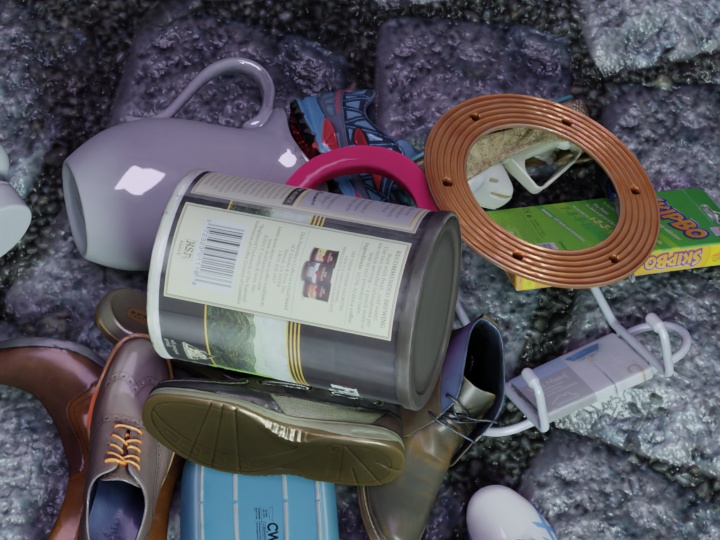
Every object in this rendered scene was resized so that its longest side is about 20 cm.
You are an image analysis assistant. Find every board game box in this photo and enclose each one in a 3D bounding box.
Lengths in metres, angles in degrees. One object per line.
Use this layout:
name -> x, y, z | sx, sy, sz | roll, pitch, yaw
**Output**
board game box -> 0.208, -0.028, 1.557 | 0.199, 0.030, 0.096 | -9, 32, -12

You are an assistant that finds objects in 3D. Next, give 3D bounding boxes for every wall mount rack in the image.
wall mount rack -> 0.160, 0.050, 1.537 | 0.199, 0.075, 0.174 | -23, 32, -12

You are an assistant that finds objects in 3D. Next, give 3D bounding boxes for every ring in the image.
ring -> 0.143, -0.062, 1.497 | 0.199, 0.019, 0.201 | 10, 49, -12

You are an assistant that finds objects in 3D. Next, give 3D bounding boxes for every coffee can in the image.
coffee can -> -0.039, 0.012, 1.391 | 0.199, 0.146, 0.147 | 11, 67, 14

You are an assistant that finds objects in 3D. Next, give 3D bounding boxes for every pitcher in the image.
pitcher -> -0.146, -0.091, 1.559 | 0.199, 0.121, 0.172 | -13, 63, -18

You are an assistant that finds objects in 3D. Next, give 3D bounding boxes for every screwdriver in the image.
screwdriver -> 0.212, -0.052, 1.548 | 0.028, 0.029, 0.200 | 1, 30, 0

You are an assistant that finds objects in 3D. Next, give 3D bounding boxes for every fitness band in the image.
fitness band -> 0.000, 0.000, 1.484 | 0.143, 0.037, 0.201 | -5, 73, 9

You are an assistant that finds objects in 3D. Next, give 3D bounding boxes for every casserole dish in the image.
casserole dish -> -0.076, 0.185, 1.425 | 0.121, 0.039, 0.201 | -1, 48, -5

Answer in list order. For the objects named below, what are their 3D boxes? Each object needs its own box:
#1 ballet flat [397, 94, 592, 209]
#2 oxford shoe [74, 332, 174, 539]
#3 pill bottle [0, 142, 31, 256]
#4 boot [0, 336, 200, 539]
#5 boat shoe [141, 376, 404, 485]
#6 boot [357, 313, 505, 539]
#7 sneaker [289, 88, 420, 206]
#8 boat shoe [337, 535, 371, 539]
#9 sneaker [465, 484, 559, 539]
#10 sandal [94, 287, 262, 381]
ballet flat -> 0.122, -0.090, 1.574 | 0.199, 0.071, 0.065 | -23, 79, -28
oxford shoe -> -0.173, 0.141, 1.425 | 0.071, 0.073, 0.201 | 7, 74, -9
pill bottle -> -0.359, -0.098, 1.550 | 0.111, 0.111, 0.200 | -35, 73, -16
boot -> -0.229, 0.162, 1.482 | 0.187, 0.068, 0.201 | 15, 72, -10
boat shoe -> -0.064, 0.114, 1.426 | 0.199, 0.073, 0.065 | 14, 40, -6
boot -> 0.056, 0.121, 1.455 | 0.075, 0.097, 0.201 | 30, 48, -22
sneaker -> 0.014, -0.072, 1.575 | 0.095, 0.079, 0.201 | -20, 70, -13
boat shoe -> 0.009, 0.228, 1.458 | 0.199, 0.070, 0.067 | 12, 68, 11
sneaker -> 0.139, 0.251, 1.448 | 0.072, 0.073, 0.201 | -21, 68, -9
sandal -> -0.111, 0.049, 1.502 | 0.199, 0.054, 0.080 | 19, 32, -8
